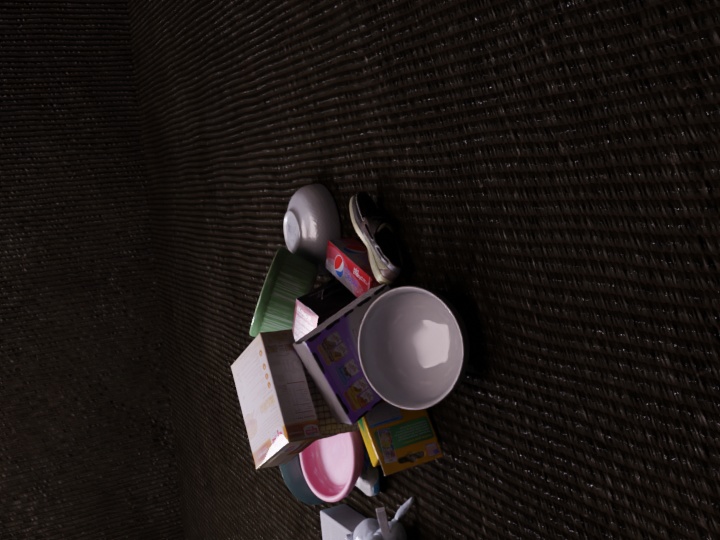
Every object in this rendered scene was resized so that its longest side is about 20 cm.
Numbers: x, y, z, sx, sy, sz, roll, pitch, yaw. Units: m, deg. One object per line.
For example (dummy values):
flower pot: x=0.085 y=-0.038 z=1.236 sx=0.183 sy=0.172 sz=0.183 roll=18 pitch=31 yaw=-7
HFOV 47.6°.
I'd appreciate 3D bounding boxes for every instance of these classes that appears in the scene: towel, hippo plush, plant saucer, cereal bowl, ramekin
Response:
towel: x=-0.066 y=0.238 z=1.593 sx=0.085 sy=0.195 sz=0.170 roll=-31 pitch=68 yaw=63
hippo plush: x=0.021 y=0.567 z=1.653 sx=0.160 sy=0.156 sz=0.206 roll=-9 pitch=89 yaw=63
plant saucer: x=-0.105 y=0.425 z=1.859 sx=0.035 sy=0.198 sz=0.205 roll=-21 pitch=77 yaw=36
cereal bowl: x=-0.119 y=-0.090 z=1.842 sx=0.199 sy=0.081 sz=0.206 roll=30 pitch=124 yaw=57
ramekin: x=-0.161 y=0.061 z=1.770 sx=0.200 sy=0.095 sz=0.205 roll=-160 pitch=89 yaw=-89
plant saucer: x=-0.057 y=0.382 z=1.731 sx=0.198 sy=0.050 sz=0.207 roll=-5 pitch=83 yaw=51
cereal bowl: x=0.098 y=0.129 z=1.393 sx=0.195 sy=0.083 sz=0.206 roll=0 pitch=90 yaw=27

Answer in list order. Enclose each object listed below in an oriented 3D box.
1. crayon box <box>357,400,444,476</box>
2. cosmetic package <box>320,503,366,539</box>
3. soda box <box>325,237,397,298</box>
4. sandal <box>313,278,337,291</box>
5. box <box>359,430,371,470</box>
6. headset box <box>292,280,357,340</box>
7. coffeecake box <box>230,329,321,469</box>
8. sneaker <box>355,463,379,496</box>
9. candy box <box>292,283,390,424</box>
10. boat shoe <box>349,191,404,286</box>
crayon box: x=0.060 y=0.277 z=1.525 sx=0.052 sy=0.123 sz=0.204 roll=111 pitch=143 yaw=-57
cosmetic package: x=-0.017 y=0.608 z=1.837 sx=0.199 sy=0.070 sz=0.104 roll=5 pitch=102 yaw=63
soda box: x=0.000 y=0.000 z=1.638 sx=0.200 sy=0.068 sz=0.065 roll=40 pitch=130 yaw=54
sandal: x=-0.085 y=0.078 z=1.842 sx=0.206 sy=0.058 sz=0.081 roll=-40 pitch=62 yaw=60
box: x=0.023 y=0.298 z=1.696 sx=0.122 sy=0.047 sz=0.204 roll=52 pitch=140 yaw=45
headset box: x=-0.069 y=0.118 z=1.710 sx=0.074 sy=0.147 sz=0.204 roll=33 pitch=130 yaw=32
coffeecake box: x=-0.156 y=0.234 z=1.483 sx=0.153 sy=0.072 sz=0.204 roll=-44 pitch=57 yaw=49
sneaker: x=-0.022 y=0.435 z=1.790 sx=0.199 sy=0.079 sz=0.079 roll=30 pitch=122 yaw=57
candy box: x=0.004 y=0.150 z=1.478 sx=0.170 sy=0.198 sz=0.071 roll=60 pitch=154 yaw=-6
boat shoe: x=0.039 y=-0.070 z=1.553 sx=0.065 sy=0.072 sz=0.204 roll=-46 pitch=59 yaw=44
